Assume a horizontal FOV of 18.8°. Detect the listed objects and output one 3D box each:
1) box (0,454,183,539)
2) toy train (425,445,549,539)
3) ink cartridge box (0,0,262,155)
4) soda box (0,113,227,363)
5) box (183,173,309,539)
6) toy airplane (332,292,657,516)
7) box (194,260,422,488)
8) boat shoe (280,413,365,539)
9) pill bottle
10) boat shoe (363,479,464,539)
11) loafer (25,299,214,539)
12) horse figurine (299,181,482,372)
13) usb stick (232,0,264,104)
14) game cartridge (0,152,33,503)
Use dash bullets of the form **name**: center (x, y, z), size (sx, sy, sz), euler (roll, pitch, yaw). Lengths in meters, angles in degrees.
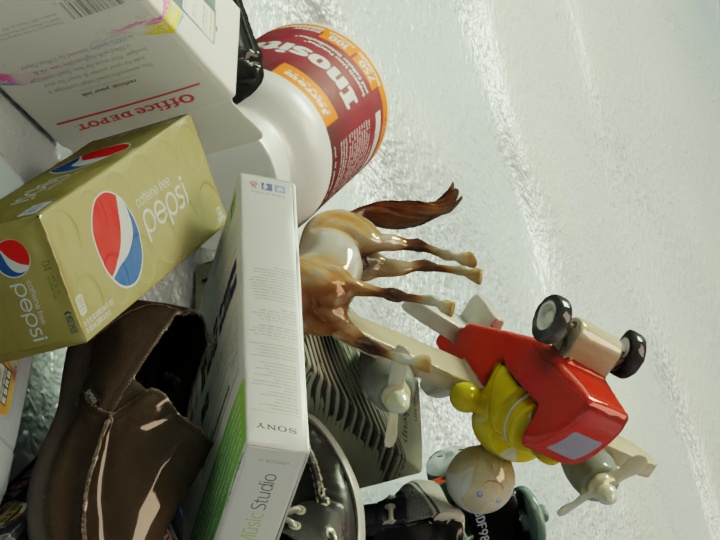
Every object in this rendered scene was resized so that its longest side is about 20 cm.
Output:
- **box**: center (-0.124, 0.187, 1.136), size (0.199, 0.050, 0.200), euler (-49, 121, -65)
- **toy train**: center (0.090, 0.221, 1.540), size (0.114, 0.085, 0.200), euler (-149, -137, -66)
- **ink cartridge box**: center (-0.144, -0.136, 1.191), size (0.200, 0.117, 0.067), euler (48, 36, -50)
- **soda box**: center (-0.138, -0.019, 1.114), size (0.200, 0.064, 0.068), euler (-46, 119, -65)
- **box**: center (-0.062, 0.068, 1.135), size (0.200, 0.036, 0.144), euler (-93, -163, -47)
- **toy airplane**: center (0.086, 0.086, 1.401), size (0.141, 0.200, 0.199), euler (-69, 162, -6)
- **box**: center (-0.031, 0.066, 1.409), size (0.200, 0.068, 0.082), euler (45, 36, -51)
- **boat shoe**: center (-0.040, 0.179, 1.319), size (0.060, 0.074, 0.200), euler (19, 58, -54)
- **pill bottle**: center (-0.059, -0.083, 1.372), size (0.200, 0.113, 0.113), euler (-49, 122, -65)
- **boat shoe**: center (0.009, 0.175, 1.442), size (0.200, 0.093, 0.075), euler (149, -55, -81)
- **loafer**: center (-0.113, 0.089, 1.070), size (0.073, 0.071, 0.200), euler (50, 31, -45)
- **horse figurine**: center (0.000, 0.000, 1.309), size (0.200, 0.132, 0.050), euler (-56, 158, -59)
- **usb stick**: center (-0.096, -0.155, 1.328), size (0.033, 0.055, 0.200), euler (44, 14, -31)
- **game cartridge**: center (-0.207, 0.009, 1.060), size (0.133, 0.041, 0.200), euler (59, 27, -45)
